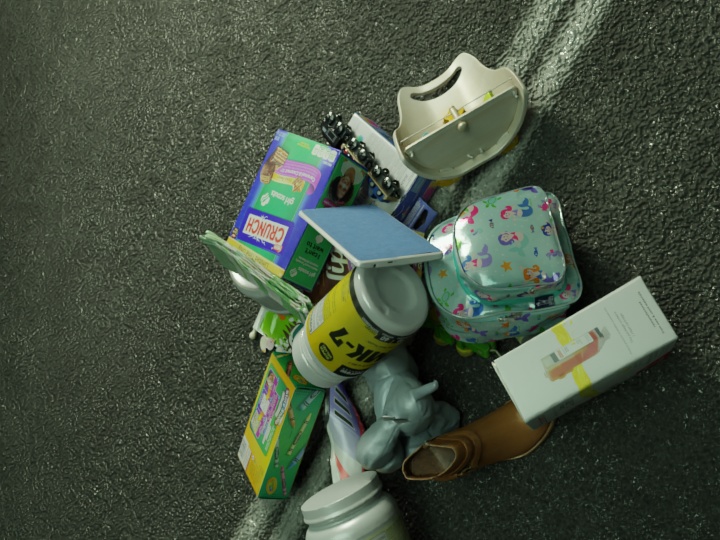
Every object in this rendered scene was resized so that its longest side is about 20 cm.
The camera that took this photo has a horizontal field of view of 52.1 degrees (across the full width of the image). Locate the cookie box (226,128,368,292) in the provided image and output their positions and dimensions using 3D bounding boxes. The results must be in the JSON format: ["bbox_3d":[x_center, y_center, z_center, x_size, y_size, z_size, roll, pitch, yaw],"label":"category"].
[{"bbox_3d":[-0.101,-0.095,1.128,0.170,0.074,0.204,26,91,45],"label":"cookie box"}]

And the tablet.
[{"bbox_3d":[0.009,-0.048,0.979,0.200,0.127,0.014,40,131,55],"label":"tablet"}]

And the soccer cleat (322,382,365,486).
[{"bbox_3d":[-0.019,0.259,1.169,0.071,0.068,0.205,-10,69,5],"label":"soccer cleat"}]

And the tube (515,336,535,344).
[{"bbox_3d":[0.195,0.012,1.057,0.202,0.057,0.053,57,150,30],"label":"tube"}]

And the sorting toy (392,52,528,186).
[{"bbox_3d":[0.136,-0.243,1.104,0.197,0.107,0.183,-28,53,9],"label":"sorting toy"}]

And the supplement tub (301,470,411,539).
[{"bbox_3d":[0.007,0.408,1.047,0.143,0.144,0.205,-24,86,29],"label":"supplement tub"}]

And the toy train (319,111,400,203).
[{"bbox_3d":[-0.004,-0.171,1.135,0.046,0.034,0.201,-52,59,23],"label":"toy train"}]

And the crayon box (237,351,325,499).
[{"bbox_3d":[-0.133,0.253,1.209,0.119,0.057,0.205,41,115,56],"label":"crayon box"}]

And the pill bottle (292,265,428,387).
[{"bbox_3d":[-0.007,0.074,0.993,0.200,0.112,0.117,-44,60,44],"label":"pill bottle"}]

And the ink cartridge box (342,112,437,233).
[{"bbox_3d":[0.034,-0.132,1.168,0.200,0.076,0.138,46,111,32],"label":"ink cartridge box"}]

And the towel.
[{"bbox_3d":[-0.146,0.021,1.111,0.197,0.153,0.024,33,77,14],"label":"towel"}]

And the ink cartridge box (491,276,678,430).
[{"bbox_3d":[0.269,0.109,0.896,0.197,0.145,0.085,-30,68,7],"label":"ink cartridge box"}]

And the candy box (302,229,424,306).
[{"bbox_3d":[0.000,0.000,1.100,0.197,0.056,0.120,1,85,44],"label":"candy box"}]

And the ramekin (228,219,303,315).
[{"bbox_3d":[-0.142,-0.033,1.256,0.198,0.093,0.208,-11,70,33],"label":"ramekin"}]

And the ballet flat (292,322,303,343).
[{"bbox_3d":[-0.018,0.083,1.176,0.197,0.070,0.072,-32,67,18],"label":"ballet flat"}]

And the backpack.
[{"bbox_3d":[0.180,-0.004,0.962,0.195,0.151,0.182,-14,58,14],"label":"backpack"}]

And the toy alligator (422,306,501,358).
[{"bbox_3d":[0.162,0.088,1.066,0.197,0.060,0.054,23,56,35],"label":"toy alligator"}]

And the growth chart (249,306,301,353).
[{"bbox_3d":[-0.110,0.094,1.275,0.197,0.018,0.149,21,95,37],"label":"growth chart"}]

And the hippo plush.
[{"bbox_3d":[0.036,0.181,1.068,0.158,0.201,0.162,-34,55,2],"label":"hippo plush"}]

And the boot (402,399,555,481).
[{"bbox_3d":[0.159,0.229,0.983,0.199,0.153,0.075,-40,63,23],"label":"boot"}]
